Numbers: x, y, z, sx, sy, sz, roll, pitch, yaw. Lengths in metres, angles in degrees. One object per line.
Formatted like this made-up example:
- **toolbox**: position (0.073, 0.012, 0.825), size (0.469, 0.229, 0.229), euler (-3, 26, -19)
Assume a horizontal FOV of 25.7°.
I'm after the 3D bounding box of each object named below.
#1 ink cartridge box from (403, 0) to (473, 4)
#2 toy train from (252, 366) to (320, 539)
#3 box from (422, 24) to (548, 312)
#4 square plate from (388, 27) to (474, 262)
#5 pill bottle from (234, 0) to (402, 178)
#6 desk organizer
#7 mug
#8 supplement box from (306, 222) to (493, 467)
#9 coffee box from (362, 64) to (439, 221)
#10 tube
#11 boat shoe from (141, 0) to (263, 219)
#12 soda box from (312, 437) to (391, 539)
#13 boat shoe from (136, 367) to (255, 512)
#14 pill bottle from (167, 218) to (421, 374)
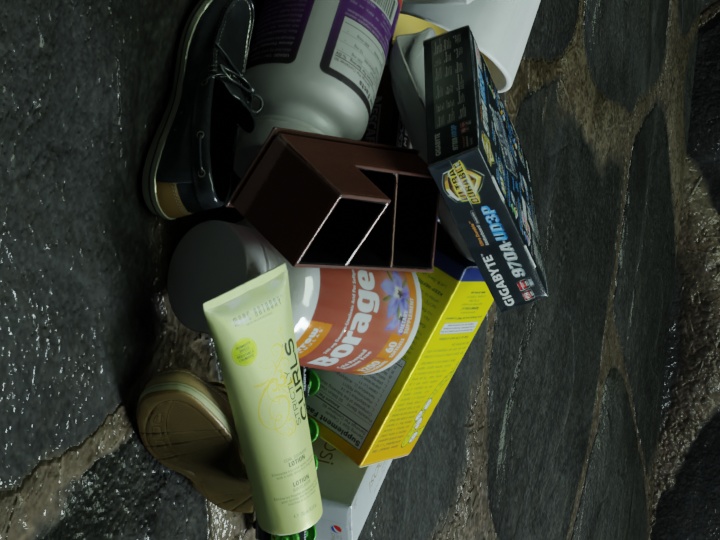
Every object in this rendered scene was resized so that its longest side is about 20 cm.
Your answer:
- **ink cartridge box**: position (0.037, -0.341, 1.386), size (0.087, 0.145, 0.201), euler (-41, 133, -59)
- **toy train**: position (-0.067, 0.146, 1.345), size (0.042, 0.056, 0.201), euler (-9, 102, -60)
- **box**: position (0.103, -0.087, 1.314), size (0.200, 0.046, 0.159), euler (-89, 156, -53)
- **square plate**: position (0.073, -0.112, 1.385), size (0.198, 0.028, 0.201), euler (-43, 113, -74)
- **pill bottle**: position (-0.039, -0.162, 1.276), size (0.111, 0.111, 0.201), euler (60, 40, -56)
- **desk organizer**: position (-0.002, -0.049, 1.198), size (0.200, 0.077, 0.072), euler (2, 127, -57)
- **mug**: position (0.100, -0.281, 1.545), size (0.149, 0.186, 0.153), euler (35, 79, -44)
- **supplement box**: position (0.026, 0.056, 1.382), size (0.200, 0.109, 0.109), euler (-62, 157, 13)
- **coffee box**: position (0.027, -0.119, 1.496), size (0.200, 0.080, 0.113), euler (19, 77, -68)
- **tube**: position (-0.068, 0.099, 1.156), size (0.058, 0.052, 0.201), euler (-75, 158, -65)
- **boat shoe**: position (-0.106, -0.128, 1.179), size (0.075, 0.062, 0.201), euler (57, 42, -55)
- **soda box**: position (-0.006, 0.162, 1.479), size (0.200, 0.068, 0.064), euler (-62, 159, -45)
- **boat shoe**: position (-0.115, 0.121, 1.211), size (0.200, 0.074, 0.067), euler (65, 23, -55)
- **pill bottle**: position (-0.051, 0.019, 1.238), size (0.200, 0.112, 0.113), euler (12, 82, -50)
